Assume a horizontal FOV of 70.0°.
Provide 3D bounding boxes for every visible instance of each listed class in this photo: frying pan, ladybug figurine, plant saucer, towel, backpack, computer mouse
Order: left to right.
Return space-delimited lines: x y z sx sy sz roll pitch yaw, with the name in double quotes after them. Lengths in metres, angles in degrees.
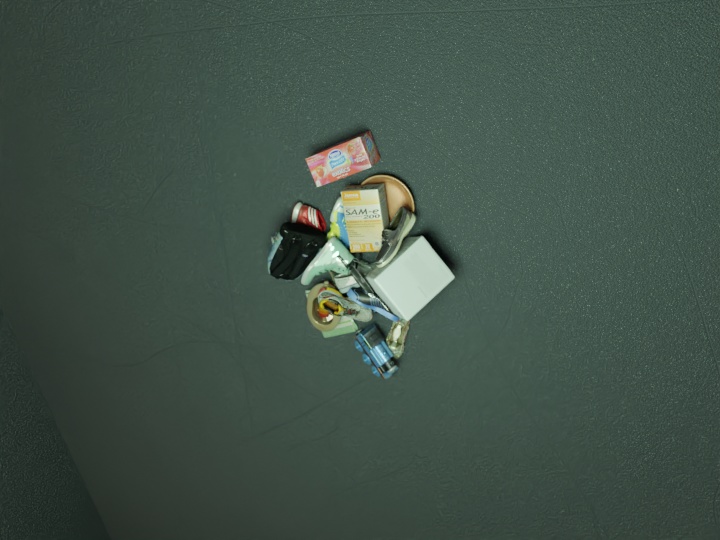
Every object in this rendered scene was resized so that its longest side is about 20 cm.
-0.227 -0.059 1.682 0.161 0.154 0.202 11 116 -30 "backpack"
-0.121 0.120 1.811 0.134 0.072 0.202 17 122 12 "ladybug figurine"
-0.108 0.146 1.878 0.151 0.023 0.202 -14 110 27 "towel"
-0.030 0.003 1.774 0.058 0.034 0.203 11 112 -4 "computer mouse"
0.024 0.060 1.644 0.031 0.115 0.191 -37 108 -2 "frying pan"
0.078 -0.206 1.622 0.197 0.037 0.203 9 118 18 "plant saucer"

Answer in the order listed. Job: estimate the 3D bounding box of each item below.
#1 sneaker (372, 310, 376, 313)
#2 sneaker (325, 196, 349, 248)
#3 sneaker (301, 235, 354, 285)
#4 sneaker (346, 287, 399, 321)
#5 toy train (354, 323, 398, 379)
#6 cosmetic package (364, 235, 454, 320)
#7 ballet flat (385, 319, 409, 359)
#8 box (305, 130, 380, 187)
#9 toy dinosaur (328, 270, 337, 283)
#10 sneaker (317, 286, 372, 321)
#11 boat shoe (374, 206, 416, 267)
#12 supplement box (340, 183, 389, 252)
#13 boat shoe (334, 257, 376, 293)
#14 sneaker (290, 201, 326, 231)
0.029 0.118 1.778 0.198 0.073 0.083 -17 107 27 "sneaker"
-0.050 -0.148 1.685 0.104 0.076 0.201 18 133 1 "sneaker"
-0.105 0.000 1.670 0.118 0.074 0.201 41 113 0 "sneaker"
0.056 0.091 1.696 0.198 0.070 0.079 25 105 -5 "sneaker"
0.056 0.289 1.813 0.201 0.086 0.114 55 153 6 "toy train"
0.147 0.021 1.582 0.200 0.167 0.167 -41 98 -7 "cosmetic package"
0.123 0.240 1.808 0.075 0.064 0.202 16 120 14 "ballet flat"
-0.052 -0.341 1.570 0.198 0.103 0.096 -15 109 28 "box"
-0.108 -0.012 1.752 0.087 0.048 0.202 7 138 9 "toy dinosaur"
-0.053 0.130 1.714 0.198 0.082 0.079 20 118 -10 "sneaker"
0.093 -0.103 1.545 0.065 0.201 0.072 39 169 -26 "boat shoe"
0.020 -0.163 1.601 0.124 0.074 0.203 -1 114 21 "supplement box"
0.000 -0.002 1.721 0.200 0.075 0.087 -23 109 19 "boat shoe"
-0.183 -0.121 1.743 0.114 0.078 0.202 20 121 13 "sneaker"
